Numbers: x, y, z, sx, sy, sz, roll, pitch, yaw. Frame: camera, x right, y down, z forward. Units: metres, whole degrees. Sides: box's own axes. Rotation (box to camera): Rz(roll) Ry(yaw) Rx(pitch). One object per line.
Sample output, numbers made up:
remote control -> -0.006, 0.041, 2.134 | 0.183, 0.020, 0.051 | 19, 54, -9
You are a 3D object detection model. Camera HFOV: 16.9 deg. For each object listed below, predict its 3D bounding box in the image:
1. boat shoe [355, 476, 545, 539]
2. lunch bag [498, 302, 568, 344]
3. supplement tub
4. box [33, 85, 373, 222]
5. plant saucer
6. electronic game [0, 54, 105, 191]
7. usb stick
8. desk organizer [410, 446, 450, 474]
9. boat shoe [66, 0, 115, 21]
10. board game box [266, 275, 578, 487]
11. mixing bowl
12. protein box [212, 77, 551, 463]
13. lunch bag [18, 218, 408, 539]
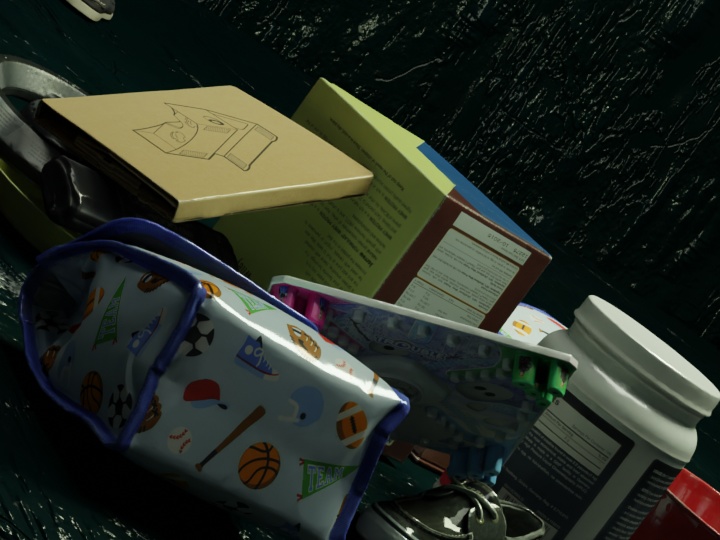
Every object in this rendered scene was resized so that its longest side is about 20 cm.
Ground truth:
boat shoe -> 0.062, 0.171, 1.633 | 0.072, 0.071, 0.200 | 41, 9, 26
lunch bag -> 0.179, 0.120, 2.227 | 0.200, 0.124, 0.170 | 39, 5, -46
supplement tub -> 0.158, 0.134, 1.780 | 0.140, 0.201, 0.140 | 36, 8, -6
box -> -0.113, -0.089, 1.758 | 0.163, 0.021, 0.199 | 35, 29, 34
plant saucer -> -0.195, -0.020, 1.763 | 0.199, 0.031, 0.200 | 36, 7, -5
electronic game -> -0.222, -0.095, 1.808 | 0.199, 0.042, 0.200 | 36, 16, -12
usb stick -> -0.156, -0.030, 1.730 | 0.200, 0.033, 0.056 | 26, 37, -52
desk organizer -> 0.113, 0.139, 1.996 | 0.199, 0.077, 0.072 | 29, 11, -42
boat shoe -> -0.318, -0.347, 2.930 | 0.072, 0.063, 0.200 | 35, 8, -9
board game box -> 0.020, 0.077, 1.575 | 0.198, 0.026, 0.200 | 16, -26, -5
mixing bowl -> 0.268, 0.244, 1.955 | 0.200, 0.109, 0.200 | 35, 9, -7
protein box -> 0.000, 0.000, 1.864 | 0.135, 0.201, 0.199 | 28, 12, -43
lunch bag -> -0.095, 0.058, 1.408 | 0.170, 0.124, 0.200 | 32, -5, -31
